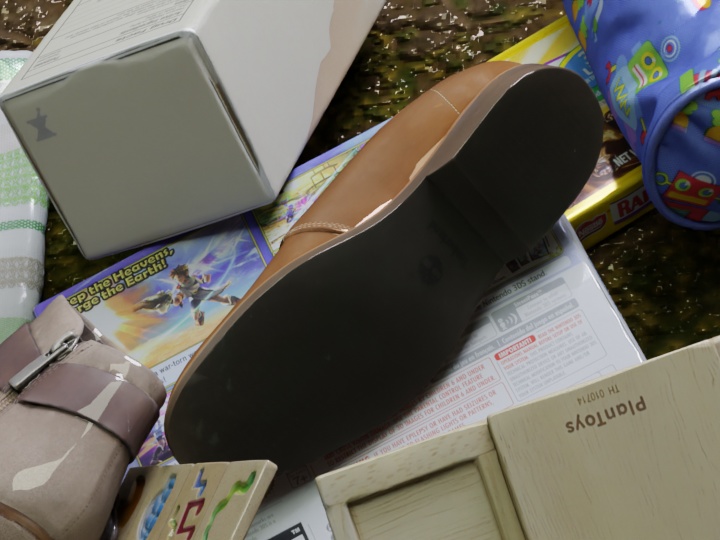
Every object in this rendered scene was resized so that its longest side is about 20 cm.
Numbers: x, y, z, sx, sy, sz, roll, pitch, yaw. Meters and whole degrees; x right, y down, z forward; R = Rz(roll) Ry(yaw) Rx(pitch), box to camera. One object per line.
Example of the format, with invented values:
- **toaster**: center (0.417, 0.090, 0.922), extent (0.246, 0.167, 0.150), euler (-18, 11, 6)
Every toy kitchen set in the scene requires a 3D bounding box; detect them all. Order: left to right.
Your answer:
- **toy kitchen set**: center (0.107, 0.114, 0.898), extent (0.199, 0.180, 0.164), euler (-19, 84, -1)

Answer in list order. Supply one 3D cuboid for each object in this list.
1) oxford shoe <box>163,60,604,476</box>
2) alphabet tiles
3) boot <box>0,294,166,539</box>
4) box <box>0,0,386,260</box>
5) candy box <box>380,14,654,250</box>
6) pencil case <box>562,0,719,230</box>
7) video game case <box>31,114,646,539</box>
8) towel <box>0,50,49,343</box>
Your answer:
- **oxford shoe**: center (0.000, 0.000, 1.013), extent (0.200, 0.071, 0.071), euler (-43, 31, -17)
- **alphabet tiles**: center (-0.088, 0.139, 0.928), extent (0.200, 0.006, 0.167), euler (-11, 51, 65)
- **boot**: center (-0.150, 0.071, 1.035), extent (0.146, 0.070, 0.200), euler (-50, 34, -9)
- **box**: center (-0.062, -0.094, 1.143), extent (0.095, 0.078, 0.200), euler (-16, 24, 25)
- **candy box**: center (0.065, -0.044, 1.143), extent (0.199, 0.026, 0.102), euler (-31, 46, -12)
- **pencil case**: center (0.120, -0.110, 1.110), extent (0.078, 0.087, 0.201), euler (-6, 46, -15)
- **video game case**: center (-0.004, 0.042, 1.044), extent (0.199, 0.046, 0.182), euler (-28, 51, 1)
- **towel**: center (-0.206, -0.012, 1.199), extent (0.148, 0.031, 0.201), euler (-12, 45, 8)
